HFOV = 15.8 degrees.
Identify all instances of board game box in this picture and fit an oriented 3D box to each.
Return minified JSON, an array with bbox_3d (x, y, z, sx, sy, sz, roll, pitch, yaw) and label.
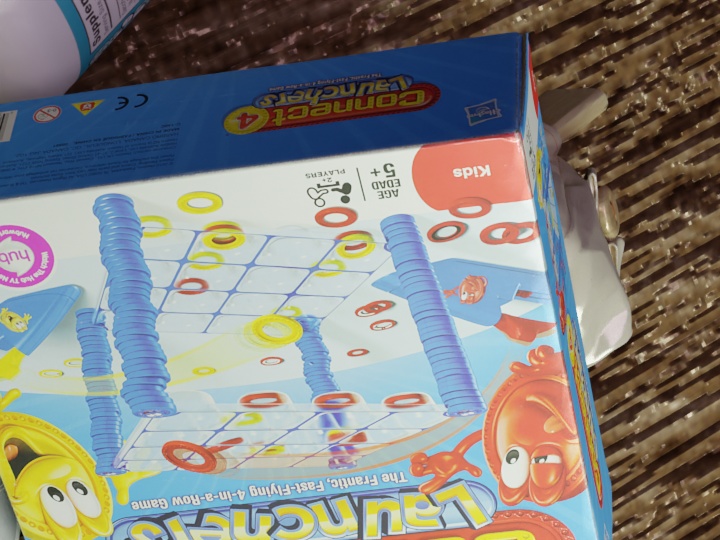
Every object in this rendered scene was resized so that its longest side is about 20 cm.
[{"bbox_3d":[-0.027,0.029,0.860,0.199,0.056,0.197,-7,128,10],"label":"board game box"}]

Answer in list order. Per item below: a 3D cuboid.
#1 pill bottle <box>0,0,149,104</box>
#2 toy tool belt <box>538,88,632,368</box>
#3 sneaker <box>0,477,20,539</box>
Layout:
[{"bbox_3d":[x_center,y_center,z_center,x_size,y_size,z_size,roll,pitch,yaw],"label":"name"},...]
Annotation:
[{"bbox_3d":[-0.114,-0.129,0.893,0.111,0.111,0.200,48,68,-19],"label":"pill bottle"},{"bbox_3d":[0.000,0.000,0.952,0.125,0.199,0.123,57,22,-34],"label":"toy tool belt"},{"bbox_3d":[-0.198,0.049,0.870,0.199,0.075,0.116,16,76,-38],"label":"sneaker"}]
